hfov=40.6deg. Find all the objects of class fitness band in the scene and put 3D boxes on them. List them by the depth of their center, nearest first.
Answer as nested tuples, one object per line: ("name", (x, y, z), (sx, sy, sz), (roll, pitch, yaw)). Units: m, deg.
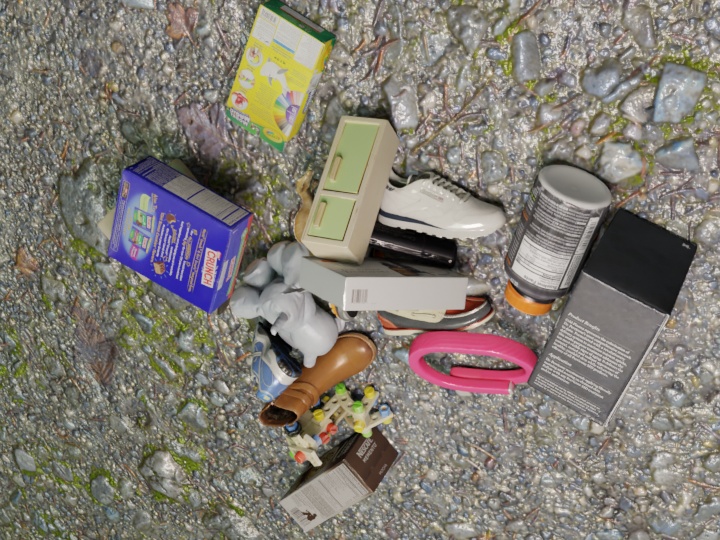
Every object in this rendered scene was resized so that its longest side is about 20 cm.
("fitness band", (0.171, 0.141, 1.485), (0.199, 0.038, 0.144), (1, 149, 23))

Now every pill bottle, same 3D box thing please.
("pill bottle", (0.261, -0.035, 1.338), (0.106, 0.106, 0.201), (26, 126, 14))

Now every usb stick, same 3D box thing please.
("usb stick", (0.049, -0.045, 1.445), (0.199, 0.056, 0.033), (15, 124, -4))

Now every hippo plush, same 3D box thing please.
("hippo plush", (-0.092, 0.054, 1.579), (0.161, 0.160, 0.200), (42, 167, -33))

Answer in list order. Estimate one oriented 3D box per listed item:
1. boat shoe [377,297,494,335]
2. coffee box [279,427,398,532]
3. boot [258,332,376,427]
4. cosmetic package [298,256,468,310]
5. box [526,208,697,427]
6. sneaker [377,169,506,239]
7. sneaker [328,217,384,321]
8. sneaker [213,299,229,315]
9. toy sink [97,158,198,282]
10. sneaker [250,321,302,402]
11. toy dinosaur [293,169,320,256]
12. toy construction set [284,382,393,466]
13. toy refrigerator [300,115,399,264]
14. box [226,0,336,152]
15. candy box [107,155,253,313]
("boat shoe", (0.110, 0.059, 1.501), (0.199, 0.071, 0.063), (-6, 111, 36))
("coffee box", (-0.039, 0.368, 1.726), (0.080, 0.113, 0.200), (48, 127, -3))
("boot", (-0.075, 0.184, 1.614), (0.199, 0.155, 0.077), (-21, 106, 36))
("cosmetic package", (0.031, 0.017, 1.405), (0.151, 0.199, 0.052), (20, 107, 60))
("box", (0.334, 0.059, 1.290), (0.123, 0.200, 0.197), (29, 126, 12))
("sneaker", (0.114, -0.098, 1.409), (0.199, 0.076, 0.081), (10, 111, 23))
("sneaker", (0.000, 0.000, 1.525), (0.077, 0.078, 0.201), (15, 125, 8))
("sneaker", (-0.265, -0.020, 1.657), (0.106, 0.075, 0.201), (26, 127, 11))
("toy sink", (-0.317, -0.096, 1.621), (0.200, 0.112, 0.131), (-35, 98, 38))
("sneaker", (-0.157, 0.149, 1.627), (0.076, 0.200, 0.077), (36, 98, -20))
("toy dinosaur", (-0.071, -0.065, 1.504), (0.058, 0.101, 0.201), (6, 113, 33))
("toy construction set", (-0.052, 0.266, 1.638), (0.131, 0.200, 0.093), (20, 126, 37))
("toy refrigerator", (-0.013, -0.117, 1.387), (0.075, 0.201, 0.070), (10, 163, 24))
("box", (-0.123, -0.285, 1.450), (0.117, 0.048, 0.201), (33, 125, 8))
("candy box", (-0.279, -0.055, 1.505), (0.199, 0.077, 0.170), (30, 126, 12))
